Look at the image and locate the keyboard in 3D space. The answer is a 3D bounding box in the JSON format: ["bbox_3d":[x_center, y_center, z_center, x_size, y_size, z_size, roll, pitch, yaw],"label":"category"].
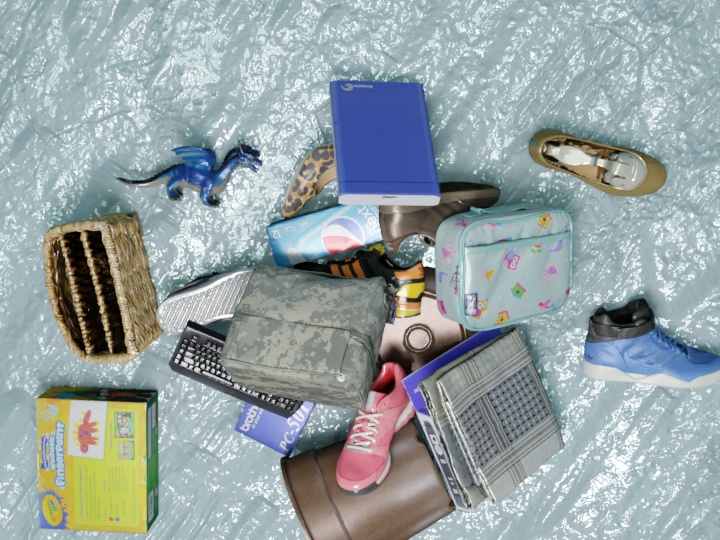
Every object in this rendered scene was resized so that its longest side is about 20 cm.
[{"bbox_3d":[-0.157,0.123,1.336,0.199,0.021,0.128,24,100,-12],"label":"keyboard"}]

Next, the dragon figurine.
[{"bbox_3d":[-0.237,-0.147,1.343,0.199,0.059,0.100,11,99,1],"label":"dragon figurine"}]

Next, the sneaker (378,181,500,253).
[{"bbox_3d":[0.106,-0.075,1.298,0.199,0.070,0.076,-11,110,-31],"label":"sneaker"}]

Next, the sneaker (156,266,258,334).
[{"bbox_3d":[-0.191,0.036,1.362,0.199,0.079,0.079,-11,100,-2],"label":"sneaker"}]

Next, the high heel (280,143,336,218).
[{"bbox_3d":[-0.011,-0.125,1.324,0.142,0.071,0.200,37,90,4],"label":"high heel"}]

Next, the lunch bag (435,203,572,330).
[{"bbox_3d":[0.194,-0.011,1.282,0.199,0.077,0.161,-11,111,-28],"label":"lunch bag"}]

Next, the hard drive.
[{"bbox_3d":[0.029,-0.173,1.262,0.131,0.025,0.201,0,55,-8],"label":"hard drive"}]

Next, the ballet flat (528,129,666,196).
[{"bbox_3d":[0.329,-0.144,1.307,0.199,0.063,0.069,13,100,1],"label":"ballet flat"}]

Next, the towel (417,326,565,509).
[{"bbox_3d":[0.184,0.198,1.285,0.199,0.034,0.194,-25,97,-33],"label":"towel"}]

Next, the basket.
[{"bbox_3d":[-0.378,0.028,1.334,0.142,0.149,0.201,-9,99,5],"label":"basket"}]

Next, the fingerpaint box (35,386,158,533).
[{"bbox_3d":[-0.390,0.280,1.412,0.166,0.073,0.201,1,99,2],"label":"fingerpaint box"}]

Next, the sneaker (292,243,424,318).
[{"bbox_3d":[0.000,0.000,1.328,0.199,0.070,0.091,17,104,22],"label":"sneaker"}]

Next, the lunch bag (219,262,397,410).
[{"bbox_3d":[-0.064,0.077,1.241,0.199,0.140,0.169,8,68,14],"label":"lunch bag"}]

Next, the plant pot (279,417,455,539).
[{"bbox_3d":[0.016,0.312,1.341,0.197,0.200,0.201,-26,97,0],"label":"plant pot"}]

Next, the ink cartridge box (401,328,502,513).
[{"bbox_3d":[0.173,0.199,1.325,0.198,0.043,0.201,-28,98,-33],"label":"ink cartridge box"}]

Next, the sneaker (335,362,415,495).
[{"bbox_3d":[0.012,0.204,1.265,0.073,0.201,0.087,6,135,25],"label":"sneaker"}]

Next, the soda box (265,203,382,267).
[{"bbox_3d":[-0.028,-0.061,1.339,0.199,0.068,0.065,-16,98,6],"label":"soda box"}]

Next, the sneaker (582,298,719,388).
[{"bbox_3d":[0.417,0.098,1.332,0.198,0.077,0.112,3,109,10],"label":"sneaker"}]

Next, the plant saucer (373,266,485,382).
[{"bbox_3d":[0.084,0.096,1.374,0.199,0.037,0.202,1,98,4],"label":"plant saucer"}]

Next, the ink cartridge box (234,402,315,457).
[{"bbox_3d":[-0.100,0.163,1.390,0.094,0.044,0.201,26,100,1],"label":"ink cartridge box"}]
